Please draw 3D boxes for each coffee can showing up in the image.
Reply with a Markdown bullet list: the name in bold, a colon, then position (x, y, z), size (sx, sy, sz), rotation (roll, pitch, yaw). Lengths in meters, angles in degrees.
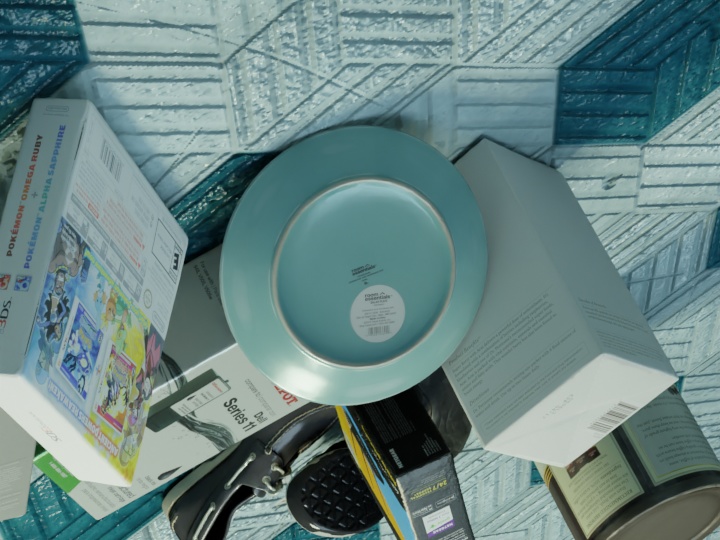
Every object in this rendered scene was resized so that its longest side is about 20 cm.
- **coffee can**: position (0.220, 0.145, 1.877), size (0.145, 0.201, 0.147), rotation (-20, 151, -12)

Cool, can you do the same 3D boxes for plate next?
- **plate**: position (0.000, 0.000, 1.499), size (0.198, 0.026, 0.202), rotation (-4, 103, -18)

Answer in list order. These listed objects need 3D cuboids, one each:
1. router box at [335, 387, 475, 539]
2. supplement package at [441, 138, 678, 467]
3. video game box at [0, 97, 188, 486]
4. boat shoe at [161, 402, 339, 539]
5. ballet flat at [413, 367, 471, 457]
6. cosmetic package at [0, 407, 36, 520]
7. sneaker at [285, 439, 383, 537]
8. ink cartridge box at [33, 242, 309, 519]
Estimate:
- **router box**: position (0.029, 0.144, 1.665), size (0.051, 0.200, 0.150), rotation (-22, 128, -7)
- **supplement package**: position (0.122, 0.025, 1.594), size (0.121, 0.201, 0.119), rotation (-40, 149, 23)
- **video game box**: position (-0.175, 0.018, 1.360), size (0.046, 0.184, 0.200), rotation (2, 156, 16)
- **boat shoe**: position (-0.080, 0.169, 1.799), size (0.200, 0.063, 0.072), rotation (-40, 147, 19)
- **ballet flat**: position (0.055, 0.100, 1.783), size (0.066, 0.057, 0.201), rotation (-28, 143, -15)
- **cosmetic package**: position (-0.271, 0.085, 1.453), size (0.089, 0.107, 0.201), rotation (-11, 150, -25)
- **sneaker**: position (-0.010, 0.183, 1.839), size (0.082, 0.072, 0.199), rotation (-16, -179, 38)
- **ink cartridge box**: position (-0.146, 0.083, 1.580), size (0.199, 0.083, 0.147), rotation (-30, 152, 1)
